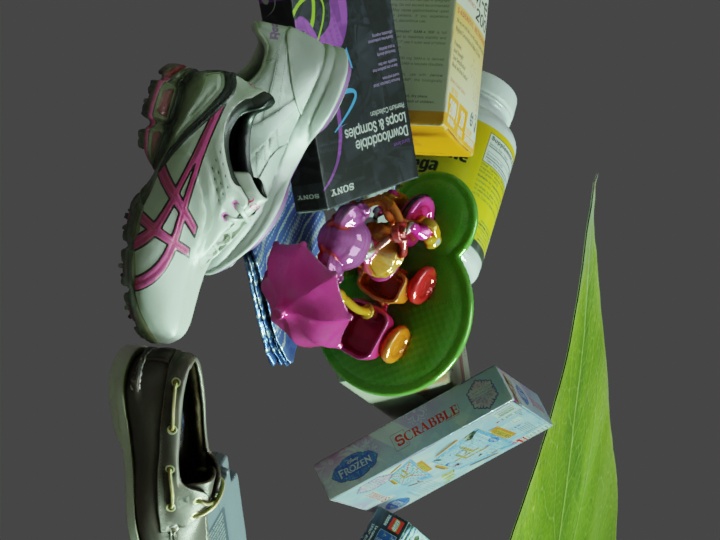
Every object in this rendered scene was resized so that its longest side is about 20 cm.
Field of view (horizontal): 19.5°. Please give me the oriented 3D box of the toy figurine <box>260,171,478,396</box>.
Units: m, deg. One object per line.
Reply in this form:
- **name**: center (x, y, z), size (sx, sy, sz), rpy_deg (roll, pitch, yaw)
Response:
- **toy figurine**: center (0.000, 0.000, 1.707), size (0.184, 0.150, 0.200), rpy_deg (15, 103, -63)

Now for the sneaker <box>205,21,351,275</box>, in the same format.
- **sneaker**: center (-0.090, -0.095, 1.580), size (0.200, 0.100, 0.075), rpy_deg (-62, -161, 5)

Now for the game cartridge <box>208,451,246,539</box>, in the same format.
- **game cartridge**: center (-0.144, 0.256, 1.647), size (0.200, 0.041, 0.133), rpy_deg (-60, 158, -46)

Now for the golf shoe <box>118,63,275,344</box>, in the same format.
- **golf shoe**: center (-0.115, -0.042, 1.478), size (0.073, 0.092, 0.200), rpy_deg (-15, 116, -72)

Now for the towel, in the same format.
- **towel**: center (-0.059, -0.031, 1.762), size (0.200, 0.024, 0.145), rpy_deg (80, 26, -47)

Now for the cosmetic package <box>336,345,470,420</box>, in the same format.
- **cosmetic package**: center (0.038, 0.069, 1.969), size (0.200, 0.087, 0.104), rpy_deg (41, 37, -71)

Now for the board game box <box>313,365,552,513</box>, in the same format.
- **board game box**: center (0.075, 0.169, 2.037), size (0.041, 0.199, 0.200), rpy_deg (63, 8, 18)

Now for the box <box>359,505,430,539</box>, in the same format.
- **box**: center (0.024, 0.326, 2.138), size (0.137, 0.040, 0.200), rpy_deg (-60, 159, -8)

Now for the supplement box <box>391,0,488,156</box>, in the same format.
- **supplement box**: center (0.063, -0.209, 1.819), size (0.126, 0.073, 0.200), rpy_deg (31, 64, -73)

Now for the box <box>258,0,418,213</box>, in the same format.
- **box**: center (-0.016, -0.156, 1.675), size (0.143, 0.036, 0.200), rpy_deg (-23, 108, -54)

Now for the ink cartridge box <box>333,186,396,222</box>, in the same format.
- **ink cartridge box**: center (-0.001, -0.158, 1.817), size (0.200, 0.043, 0.197), rpy_deg (63, 35, -63)

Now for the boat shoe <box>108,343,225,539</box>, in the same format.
- **boat shoe**: center (-0.134, 0.148, 1.533), size (0.072, 0.059, 0.200), rpy_deg (-46, 133, -58)

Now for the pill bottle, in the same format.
- **pill bottle**: center (0.085, -0.091, 2.024), size (0.112, 0.112, 0.200), rpy_deg (68, 36, -59)
